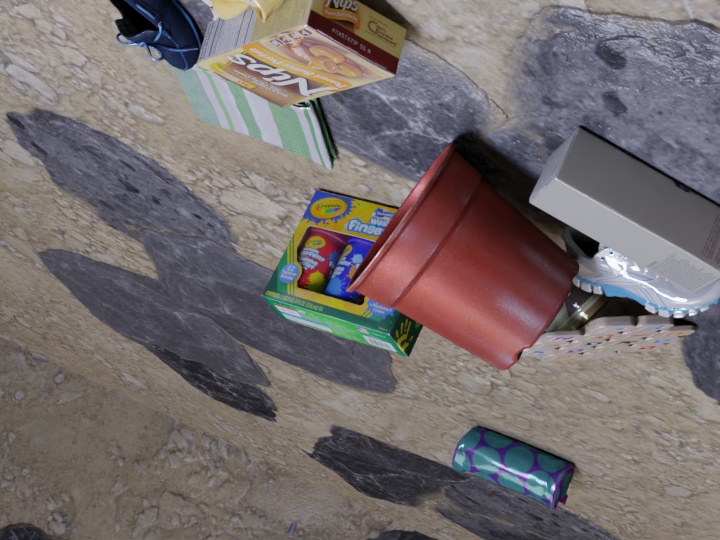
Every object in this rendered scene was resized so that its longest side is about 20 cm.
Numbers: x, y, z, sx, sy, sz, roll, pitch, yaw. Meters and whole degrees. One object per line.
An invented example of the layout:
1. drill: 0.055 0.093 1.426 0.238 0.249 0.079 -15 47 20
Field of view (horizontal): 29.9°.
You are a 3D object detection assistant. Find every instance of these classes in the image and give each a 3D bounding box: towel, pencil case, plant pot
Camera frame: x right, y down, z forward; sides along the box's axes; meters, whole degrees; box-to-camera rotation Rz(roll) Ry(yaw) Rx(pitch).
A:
1. towel: -0.129 -0.192 1.635 0.200 0.023 0.153 20 159 20
2. pencil case: 0.264 0.340 2.335 0.200 0.085 0.093 20 143 22
3. plant pot: 0.120 -0.003 1.483 0.195 0.201 0.201 36 160 -2

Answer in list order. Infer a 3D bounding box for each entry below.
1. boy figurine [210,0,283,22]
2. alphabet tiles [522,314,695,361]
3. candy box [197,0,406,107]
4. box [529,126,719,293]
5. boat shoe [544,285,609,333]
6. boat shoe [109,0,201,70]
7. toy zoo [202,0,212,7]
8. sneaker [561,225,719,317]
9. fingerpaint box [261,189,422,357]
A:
1. boy figurine: -0.148 -0.285 1.315 0.200 0.064 0.124 21 156 26
2. alphabet tiles: 0.295 0.083 1.639 0.195 0.015 0.200 -1 165 -14
3. candy box: -0.062 -0.224 1.358 0.115 0.055 0.200 24 162 -34
4. box: 0.280 -0.059 1.368 0.200 0.068 0.082 30 160 -5
5. boat shoe: 0.248 0.047 1.678 0.066 0.072 0.201 51 164 4
6. boat shoe: -0.249 -0.283 1.499 0.084 0.069 0.200 13 156 35
7. toy zoo: -0.096 -0.290 1.358 0.131 0.020 0.200 35 159 -21
8. sneaker: 0.301 -0.009 1.463 0.200 0.075 0.087 11 148 38
9. fingerpaint box: 0.000 0.000 1.726 0.200 0.167 0.073 16 159 31
